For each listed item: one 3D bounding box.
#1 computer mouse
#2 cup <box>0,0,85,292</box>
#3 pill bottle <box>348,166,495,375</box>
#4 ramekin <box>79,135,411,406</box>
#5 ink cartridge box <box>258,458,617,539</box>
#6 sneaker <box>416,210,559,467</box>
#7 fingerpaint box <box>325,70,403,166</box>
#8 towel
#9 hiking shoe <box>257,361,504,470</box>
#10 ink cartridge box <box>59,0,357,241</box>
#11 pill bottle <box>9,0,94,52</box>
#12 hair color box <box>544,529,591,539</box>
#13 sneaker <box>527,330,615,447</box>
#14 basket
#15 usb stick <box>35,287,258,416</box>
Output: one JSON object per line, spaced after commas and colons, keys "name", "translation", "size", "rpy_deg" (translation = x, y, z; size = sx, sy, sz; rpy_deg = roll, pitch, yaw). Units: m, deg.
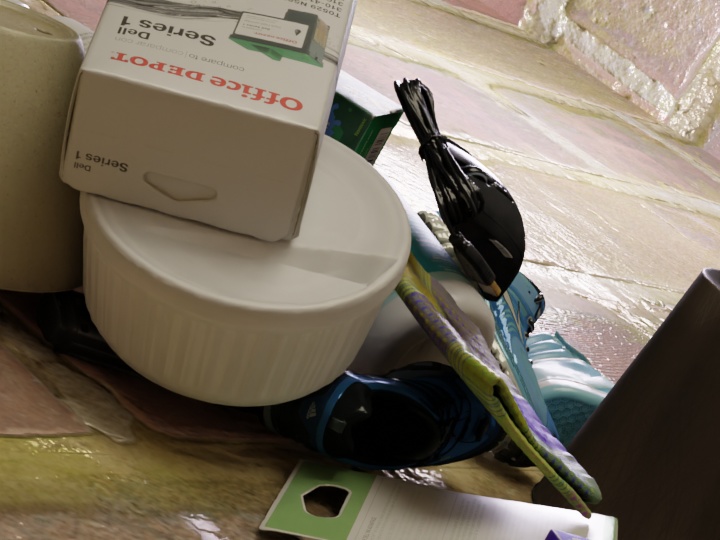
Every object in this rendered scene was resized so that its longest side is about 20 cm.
{"name": "computer mouse", "translation": [0.083, -0.031, 1.535], "size": [0.200, 0.046, 0.141], "rpy_deg": [62, 8, -49]}
{"name": "cup", "translation": [-0.239, -0.090, 1.420], "size": [0.200, 0.144, 0.200], "rpy_deg": [19, 13, -4]}
{"name": "pill bottle", "translation": [0.000, 0.000, 1.620], "size": [0.111, 0.111, 0.200], "rpy_deg": [14, 30, -47]}
{"name": "ramekin", "translation": [-0.075, -0.004, 1.396], "size": [0.202, 0.094, 0.203], "rpy_deg": [11, 35, -8]}
{"name": "ink cartridge box", "translation": [0.048, 0.166, 1.355], "size": [0.199, 0.048, 0.146], "rpy_deg": [8, 12, 6]}
{"name": "sneaker", "translation": [0.104, 0.042, 1.660], "size": [0.090, 0.078, 0.201], "rpy_deg": [-12, 74, -29]}
{"name": "fingerpaint box", "translation": [-0.094, -0.061, 1.546], "size": [0.167, 0.200, 0.073], "rpy_deg": [33, 15, 12]}
{"name": "towel", "translation": [0.073, 0.057, 1.432], "size": [0.144, 0.023, 0.200], "rpy_deg": [49, 3, -36]}
{"name": "hiking shoe", "translation": [0.028, 0.101, 1.467], "size": [0.200, 0.075, 0.087], "rpy_deg": [7, 16, -43]}
{"name": "ink cartridge box", "translation": [-0.085, -0.121, 1.391], "size": [0.146, 0.085, 0.200], "rpy_deg": [14, 37, -3]}
{"name": "pill bottle", "translation": [-0.214, -0.119, 1.693], "size": [0.200, 0.115, 0.114], "rpy_deg": [34, 15, 18]}
{"name": "hair color box", "translation": [0.161, 0.217, 1.258], "size": [0.200, 0.110, 0.065], "rpy_deg": [19, 17, -37]}
{"name": "sneaker", "translation": [0.185, 0.104, 1.771], "size": [0.200, 0.080, 0.131], "rpy_deg": [23, 16, -27]}
{"name": "basket", "translation": [0.231, 0.112, 1.578], "size": [0.136, 0.200, 0.180], "rpy_deg": [18, 18, -37]}
{"name": "usb stick", "translation": [-0.109, 0.057, 1.452], "size": [0.200, 0.033, 0.056], "rpy_deg": [21, 25, -32]}
